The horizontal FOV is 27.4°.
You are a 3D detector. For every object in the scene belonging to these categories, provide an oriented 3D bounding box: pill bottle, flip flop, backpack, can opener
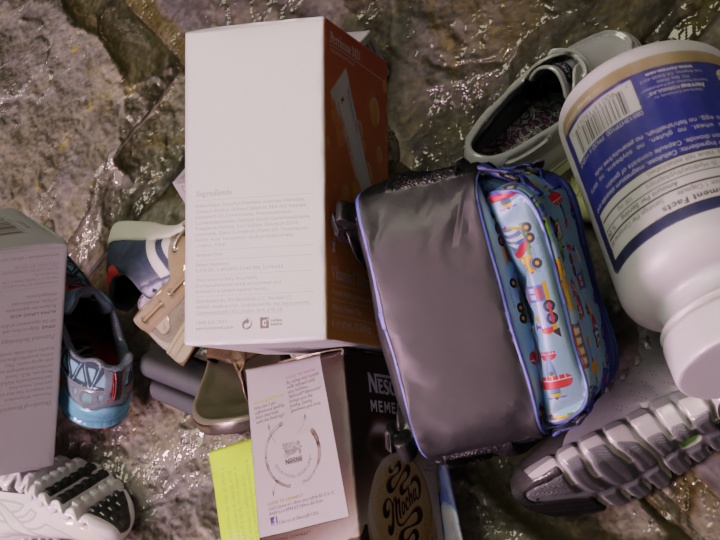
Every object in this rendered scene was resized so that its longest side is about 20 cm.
[{"bbox_3d":[0.204,-0.029,0.904,0.120,0.120,0.200,-29,57,23],"label":"pill bottle"},{"bbox_3d":[-0.087,0.056,1.143,0.081,0.058,0.200,-9,34,16],"label":"flip flop"},{"bbox_3d":[0.085,0.018,0.939,0.134,0.200,0.183,-14,90,19],"label":"backpack"},{"bbox_3d":[-0.096,0.100,1.189,0.200,0.053,0.066,11,41,39],"label":"can opener"}]

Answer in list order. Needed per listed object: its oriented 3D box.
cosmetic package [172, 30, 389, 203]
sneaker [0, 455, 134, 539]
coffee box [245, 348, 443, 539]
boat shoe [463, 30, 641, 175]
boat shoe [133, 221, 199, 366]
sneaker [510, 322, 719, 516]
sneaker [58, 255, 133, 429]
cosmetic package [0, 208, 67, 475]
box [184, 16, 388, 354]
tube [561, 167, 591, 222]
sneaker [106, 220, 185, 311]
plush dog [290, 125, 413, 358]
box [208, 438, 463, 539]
[{"bbox_3d":[-0.061,-0.118,1.217,0.082,0.051,0.200,6,47,38],"label":"cosmetic package"},{"bbox_3d":[-0.272,0.199,1.260,0.200,0.075,0.081,16,111,32],"label":"sneaker"},{"bbox_3d":[-0.006,0.159,0.970,0.080,0.113,0.200,-13,76,29],"label":"coffee box"},{"bbox_3d":[0.138,-0.121,1.055,0.200,0.069,0.072,-39,58,-23],"label":"boat shoe"},{"bbox_3d":[-0.120,-0.008,1.141,0.200,0.065,0.072,-55,-1,41],"label":"boat shoe"},{"bbox_3d":[0.182,0.077,0.972,0.200,0.075,0.116,-26,49,12],"label":"sneaker"},{"bbox_3d":[-0.241,0.033,1.270,0.200,0.079,0.096,56,141,25],"label":"sneaker"},{"bbox_3d":[-0.300,0.059,1.228,0.102,0.074,0.200,28,119,47],"label":"cosmetic package"},{"bbox_3d":[-0.045,-0.049,0.958,0.097,0.124,0.200,-3,84,20],"label":"box"},{"bbox_3d":[0.204,-0.053,1.034,0.200,0.058,0.052,17,111,44],"label":"tube"},{"bbox_3d":[-0.142,0.003,1.257,0.200,0.075,0.085,-4,70,43],"label":"sneaker"},{"bbox_3d":[0.000,0.000,1.099,0.172,0.200,0.160,-61,13,-17],"label":"plush dog"},{"bbox_3d":[-0.013,0.165,1.069,0.200,0.048,0.122,-21,69,27],"label":"box"}]
